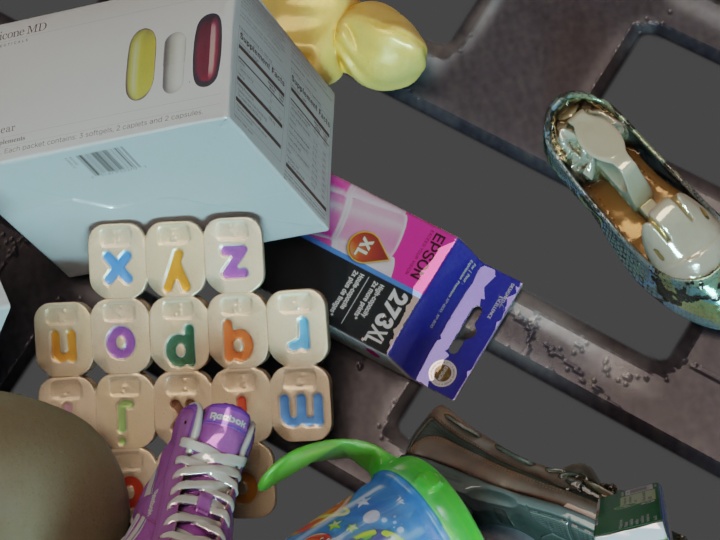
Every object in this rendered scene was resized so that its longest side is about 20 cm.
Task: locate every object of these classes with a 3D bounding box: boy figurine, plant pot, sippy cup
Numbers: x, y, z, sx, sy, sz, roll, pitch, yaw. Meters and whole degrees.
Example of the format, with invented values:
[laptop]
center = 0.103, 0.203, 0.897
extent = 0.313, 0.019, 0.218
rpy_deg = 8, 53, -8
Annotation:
[boy figurine]
center = -0.046, -0.171, 1.770
extent = 0.198, 0.065, 0.125
rpy_deg = 8, 69, 15
[plant pot]
center = -0.226, 0.156, 1.627
extent = 0.134, 0.201, 0.200
rpy_deg = -24, 59, -38
[sippy cup]
center = 0.001, 0.199, 1.550
extent = 0.130, 0.141, 0.178
rpy_deg = -24, 36, -21

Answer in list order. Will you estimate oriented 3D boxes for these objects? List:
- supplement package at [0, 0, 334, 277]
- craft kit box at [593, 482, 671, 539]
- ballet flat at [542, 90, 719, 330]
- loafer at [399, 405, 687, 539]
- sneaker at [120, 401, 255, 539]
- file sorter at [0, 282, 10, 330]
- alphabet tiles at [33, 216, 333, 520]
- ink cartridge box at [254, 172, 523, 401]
[supplement package]
center = -0.138, -0.092, 1.683
extent = 0.198, 0.156, 0.112
rpy_deg = -10, 59, 21
[craft kit box]
center = 0.175, 0.230, 1.451
extent = 0.048, 0.200, 0.199
rpy_deg = -16, 89, 6
[ballet flat]
center = 0.185, -0.042, 1.664
extent = 0.074, 0.074, 0.200
rpy_deg = -42, 66, -6
[loafer]
center = 0.118, 0.136, 1.608
extent = 0.199, 0.072, 0.063
rpy_deg = 18, 67, 21
[sneaker]
center = -0.103, 0.140, 1.572
extent = 0.072, 0.201, 0.115
rpy_deg = 20, 99, -13
[file sorter]
center = -0.326, 0.031, 1.657
extent = 0.124, 0.200, 0.139
rpy_deg = -11, 61, -30
[alphabet tiles]
center = -0.116, 0.065, 1.679
extent = 0.198, 0.015, 0.197
rpy_deg = -3, 93, 11
[ink cartridge box]
center = 0.000, 0.000, 1.708
extent = 0.199, 0.037, 0.095
rpy_deg = 28, 77, 19
